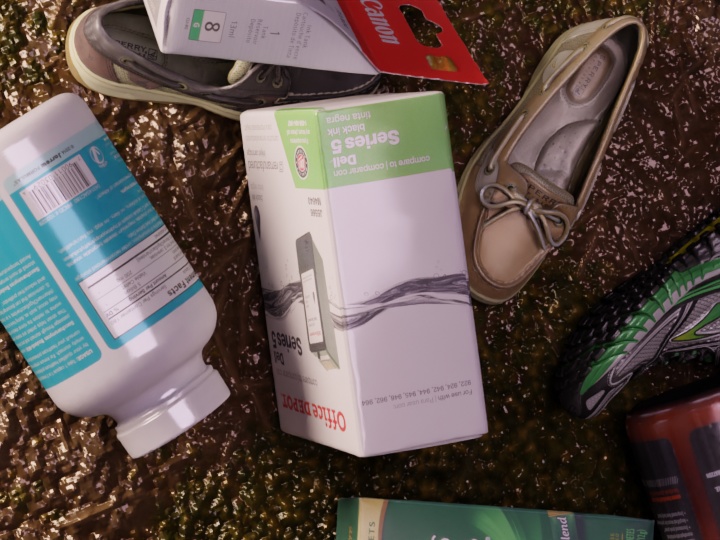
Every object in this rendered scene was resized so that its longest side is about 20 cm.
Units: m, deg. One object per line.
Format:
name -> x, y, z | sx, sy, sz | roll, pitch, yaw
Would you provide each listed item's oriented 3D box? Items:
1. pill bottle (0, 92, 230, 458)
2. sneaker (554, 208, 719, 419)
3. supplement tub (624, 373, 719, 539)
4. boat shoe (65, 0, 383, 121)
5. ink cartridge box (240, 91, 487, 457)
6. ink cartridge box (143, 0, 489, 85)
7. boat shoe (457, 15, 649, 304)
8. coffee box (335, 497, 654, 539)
pill bottle -> -0.157, 0.007, 1.409 | 0.111, 0.111, 0.200 | -34, 96, -18
sneaker -> 0.208, 0.034, 1.545 | 0.200, 0.078, 0.085 | -36, 97, -19
supplement tub -> 0.242, 0.168, 1.529 | 0.107, 0.107, 0.201 | -18, 90, -19
boat shoe -> -0.075, -0.130, 1.474 | 0.200, 0.066, 0.072 | 4, 83, -18
ink cartridge box -> 0.000, 0.000, 1.430 | 0.084, 0.145, 0.201 | -9, 96, -20
ink cartridge box -> -0.032, -0.171, 1.447 | 0.199, 0.161, 0.050 | 3, 120, -17
boat shoe -> 0.120, -0.072, 1.534 | 0.073, 0.063, 0.201 | 35, 75, -12
coffee box -> 0.081, 0.206, 1.503 | 0.199, 0.044, 0.124 | 7, 83, -17
